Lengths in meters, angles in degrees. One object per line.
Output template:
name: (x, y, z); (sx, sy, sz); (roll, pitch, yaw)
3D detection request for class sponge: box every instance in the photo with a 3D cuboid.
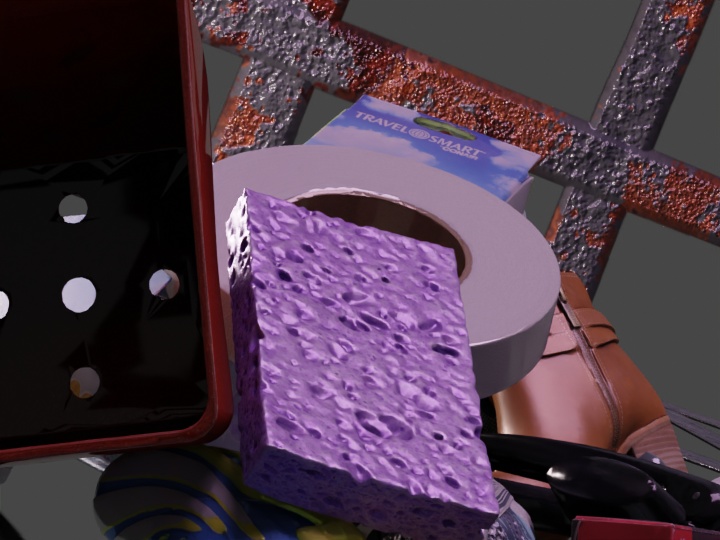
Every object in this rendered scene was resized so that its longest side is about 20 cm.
sponge: (-0.002, 0.041, 1.267); (0.111, 0.030, 0.200); (18, 32, -17)

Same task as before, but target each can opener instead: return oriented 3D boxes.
can opener: (0.108, 0.106, 1.369); (0.200, 0.063, 0.079); (12, -44, 60)

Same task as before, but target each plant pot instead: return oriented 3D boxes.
plant pot: (-0.147, -0.003, 1.240); (0.199, 0.201, 0.176); (-7, -12, 9)

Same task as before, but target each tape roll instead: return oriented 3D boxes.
tape roll: (0.000, 0.000, 1.418); (0.202, 0.037, 0.203); (8, 30, -5)

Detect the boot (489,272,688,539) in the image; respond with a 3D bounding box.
boot: (0.092, 0.074, 1.535); (0.199, 0.077, 0.156); (-9, 66, -43)

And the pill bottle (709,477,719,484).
pill bottle: (0.232, 0.191, 1.365); (0.200, 0.109, 0.109); (36, 9, 22)

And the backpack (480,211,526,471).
backpack: (0.051, 0.050, 1.696); (0.150, 0.201, 0.178); (-1, -17, -8)

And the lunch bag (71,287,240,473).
lunch bag: (-0.092, 0.059, 1.523); (0.169, 0.128, 0.200); (23, -3, -34)

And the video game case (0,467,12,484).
video game case: (-0.279, 0.046, 1.410); (0.181, 0.022, 0.200); (21, 5, -24)

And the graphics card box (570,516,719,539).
graphics card box: (0.150, 0.176, 1.222); (0.051, 0.126, 0.200); (0, -9, 29)

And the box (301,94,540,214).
box: (0.015, -0.033, 1.574); (0.122, 0.048, 0.200); (20, 26, 13)

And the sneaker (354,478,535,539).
sneaker: (0.040, 0.124, 1.343); (0.086, 0.078, 0.200); (33, 8, -15)

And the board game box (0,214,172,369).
board game box: (-0.182, 0.030, 1.427); (0.157, 0.039, 0.200); (-21, 22, -16)

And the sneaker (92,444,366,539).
sneaker: (-0.053, 0.126, 1.190); (0.199, 0.076, 0.105); (22, 7, 30)
